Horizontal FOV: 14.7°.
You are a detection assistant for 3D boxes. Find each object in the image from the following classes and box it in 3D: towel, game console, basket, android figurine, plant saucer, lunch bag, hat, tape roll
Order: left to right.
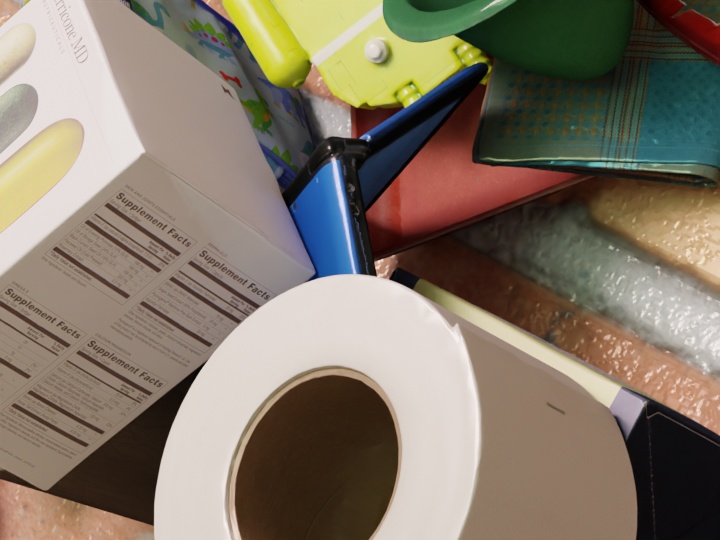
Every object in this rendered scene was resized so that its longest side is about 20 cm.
[{"bbox_3d":[-0.136,0.083,1.664,0.179,0.200,0.137,-10,64,37],"label":"basket"},{"bbox_3d":[-0.117,-0.117,1.732,0.082,0.200,0.161,-41,31,18],"label":"lunch bag"},{"bbox_3d":[0.000,0.000,1.559,0.200,0.118,0.172,131,133,-55],"label":"game console"},{"bbox_3d":[0.008,-0.180,1.670,0.182,0.041,0.201,-34,78,16],"label":"android figurine"},{"bbox_3d":[0.017,0.119,1.368,0.202,0.139,0.204,-17,60,33],"label":"tape roll"},{"bbox_3d":[0.081,-0.116,1.680,0.199,0.037,0.201,-20,58,33],"label":"plant saucer"},{"bbox_3d":[0.132,-0.126,1.574,0.165,0.176,0.200,-41,25,-1],"label":"hat"},{"bbox_3d":[0.152,-0.142,1.598,0.146,0.022,0.201,5,65,17],"label":"towel"}]

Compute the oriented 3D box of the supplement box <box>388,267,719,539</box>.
[{"bbox_3d":[0.075,0.138,1.499,0.199,0.134,0.201,29,90,45],"label":"supplement box"}]

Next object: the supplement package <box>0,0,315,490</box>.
[{"bbox_3d":[-0.161,-0.020,1.490,0.200,0.150,0.152,-38,48,15],"label":"supplement package"}]
